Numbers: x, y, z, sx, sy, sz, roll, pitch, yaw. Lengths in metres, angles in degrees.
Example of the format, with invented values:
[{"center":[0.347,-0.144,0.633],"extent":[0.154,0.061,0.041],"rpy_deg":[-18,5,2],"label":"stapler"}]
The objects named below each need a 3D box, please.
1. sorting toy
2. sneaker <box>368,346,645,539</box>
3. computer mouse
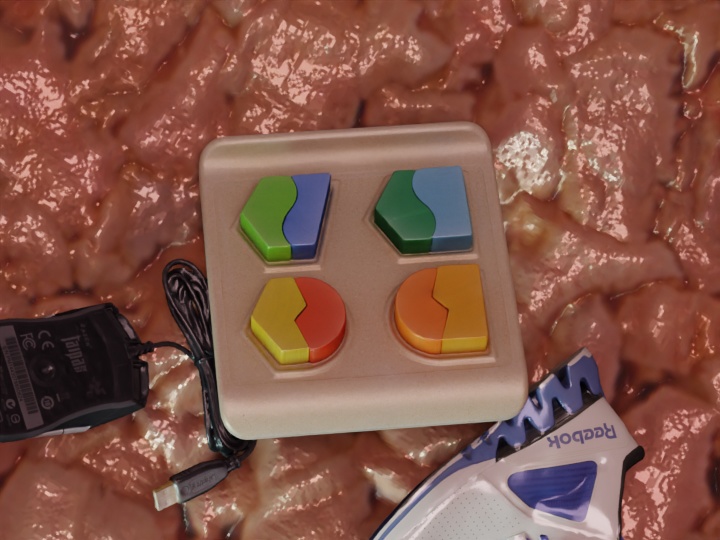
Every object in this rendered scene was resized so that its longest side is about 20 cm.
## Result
[{"center":[0.000,0.000,1.705],"extent":[0.184,0.037,0.201],"rpy_deg":[-4,61,-5],"label":"sorting toy"},{"center":[0.098,0.150,1.707],"extent":[0.199,0.081,0.115],"rpy_deg":[-40,86,-9],"label":"sneaker"},{"center":[-0.159,0.085,1.692],"extent":[0.199,0.046,0.141],"rpy_deg":[-19,83,-33],"label":"computer mouse"}]
